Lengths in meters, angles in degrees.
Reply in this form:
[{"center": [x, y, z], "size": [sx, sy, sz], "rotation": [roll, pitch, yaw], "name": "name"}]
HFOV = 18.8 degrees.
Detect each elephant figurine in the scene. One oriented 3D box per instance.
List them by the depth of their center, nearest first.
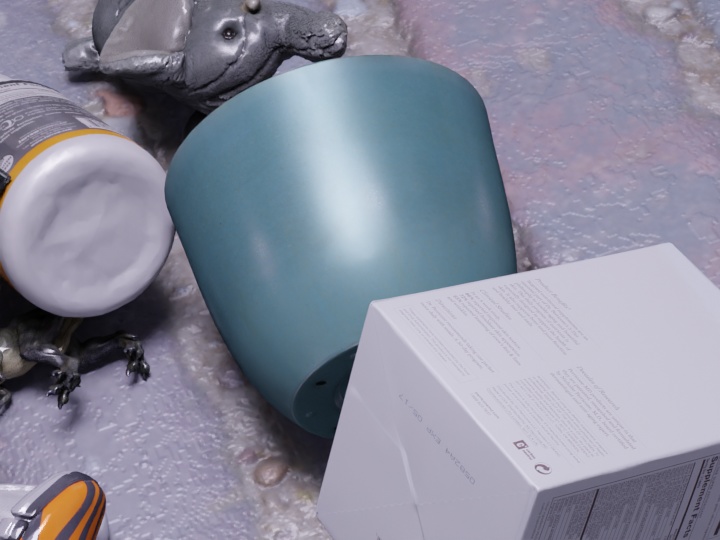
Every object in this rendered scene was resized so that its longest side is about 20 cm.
[{"center": [-0.107, -0.148, 1.447], "size": [0.141, 0.155, 0.200], "rotation": [5, 34, -19], "name": "elephant figurine"}]

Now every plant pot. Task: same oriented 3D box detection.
[{"center": [0.000, 0.000, 1.263], "size": [0.201, 0.201, 0.161], "rotation": [-13, 59, -5], "name": "plant pot"}]

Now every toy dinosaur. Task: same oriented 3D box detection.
[{"center": [-0.184, 0.046, 1.342], "size": [0.200, 0.047, 0.088], "rotation": [-36, 45, -28], "name": "toy dinosaur"}]

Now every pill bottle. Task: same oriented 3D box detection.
[{"center": [-0.206, -0.055, 1.368], "size": [0.116, 0.116, 0.200], "rotation": [-30, 32, -20], "name": "pill bottle"}]

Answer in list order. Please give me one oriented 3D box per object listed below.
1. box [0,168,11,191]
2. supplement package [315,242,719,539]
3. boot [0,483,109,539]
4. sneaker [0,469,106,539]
[{"center": [-0.320, -0.014, 1.323], "size": [0.200, 0.048, 0.193], "rotation": [-55, 40, -4], "name": "box"}, {"center": [0.110, 0.101, 1.136], "size": [0.200, 0.151, 0.152], "rotation": [-11, 42, -32], "name": "supplement package"}, {"center": [-0.246, 0.140, 1.222], "size": [0.200, 0.096, 0.074], "rotation": [-11, 46, -3], "name": "boot"}, {"center": [-0.161, 0.208, 1.155], "size": [0.112, 0.078, 0.200], "rotation": [17, 68, 23], "name": "sneaker"}]
